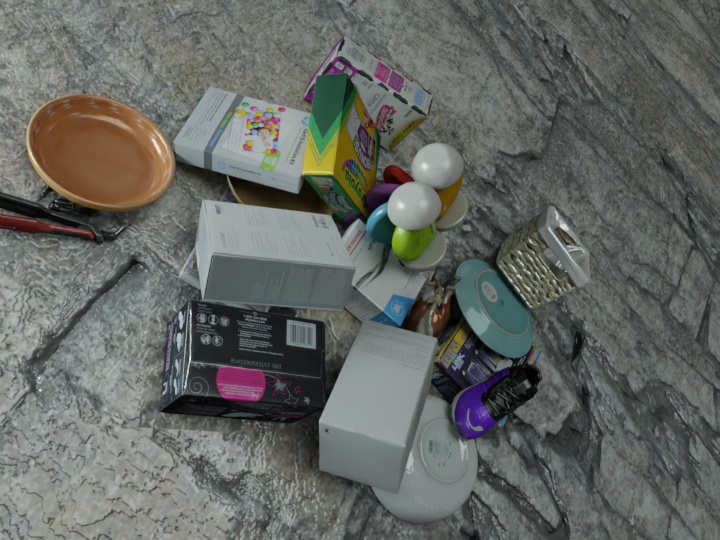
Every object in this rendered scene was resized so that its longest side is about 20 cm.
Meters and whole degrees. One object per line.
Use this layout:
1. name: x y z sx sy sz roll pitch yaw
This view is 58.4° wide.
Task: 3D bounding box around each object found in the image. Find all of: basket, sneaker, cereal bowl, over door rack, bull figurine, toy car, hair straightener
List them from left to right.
1. hair straightener: -0.412 -0.085 0.868 0.199 0.041 0.077 8 65 -30
2. over door rack: 0.090 -0.119 1.181 0.199 0.067 0.148 -3 69 -12
3. toy car: 0.083 -0.111 1.058 0.150 0.175 0.200 20 65 23
4. cereal bowl: 0.109 0.288 1.010 0.200 0.083 0.201 14 63 -28
5. bull figurine: 0.118 0.069 1.066 0.065 0.122 0.200 21 18 3
6. sneaker: 0.226 0.199 1.033 0.200 0.099 0.070 -27 86 -45
7. basket: 0.352 -0.025 1.243 0.136 0.123 0.200 52 25 -2

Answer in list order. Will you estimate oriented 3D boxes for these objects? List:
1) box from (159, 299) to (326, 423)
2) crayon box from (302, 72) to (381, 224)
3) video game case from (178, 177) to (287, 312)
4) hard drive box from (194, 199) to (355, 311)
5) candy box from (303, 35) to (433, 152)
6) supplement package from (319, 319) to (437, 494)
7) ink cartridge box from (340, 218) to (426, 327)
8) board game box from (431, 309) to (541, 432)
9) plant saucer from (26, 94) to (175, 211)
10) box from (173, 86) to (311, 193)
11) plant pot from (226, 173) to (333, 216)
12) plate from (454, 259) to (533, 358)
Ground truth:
1. box: -0.161 0.130 0.888 0.199 0.115 0.133 12 62 -29
2. crayon box: -0.024 -0.192 1.060 0.200 0.058 0.173 45 48 -65
3. video game case: -0.178 -0.035 1.012 0.143 0.018 0.200 31 55 -17
4. hard drive box: -0.126 -0.023 0.920 0.199 0.077 0.156 7 31 -22
5. candy box: 0.014 -0.320 1.190 0.200 0.136 0.061 27 58 -19
6. supplement package: 0.028 0.191 0.930 0.121 0.120 0.200 14 42 12
7. ink cartridge box: 0.000 0.000 1.079 0.200 0.067 0.116 41 54 -11
8. board game box: 0.219 0.161 1.155 0.165 0.057 0.200 46 52 -4
9. plant saucer: -0.368 -0.164 0.921 0.200 0.037 0.201 19 50 -25
10. box: -0.171 -0.209 1.020 0.199 0.041 0.156 16 50 0
11. plant pot: -0.134 -0.138 1.065 0.200 0.027 0.201 22 48 -26
12. plate: 0.251 0.062 1.167 0.200 0.026 0.201 24 48 -29
